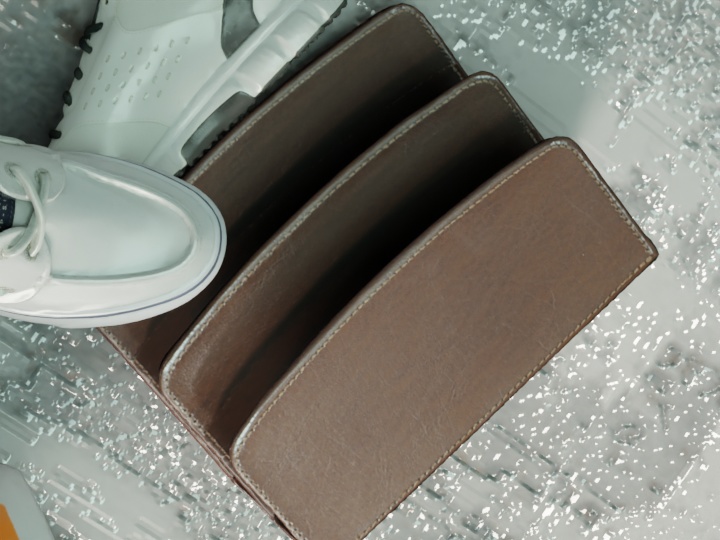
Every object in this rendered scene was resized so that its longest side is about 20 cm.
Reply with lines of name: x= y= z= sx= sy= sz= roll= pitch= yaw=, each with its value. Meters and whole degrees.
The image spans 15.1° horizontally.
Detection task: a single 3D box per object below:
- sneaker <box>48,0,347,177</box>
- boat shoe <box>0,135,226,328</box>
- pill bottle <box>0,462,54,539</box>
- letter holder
sneaker: x=-0.098 y=-0.071 z=1.148 sx=0.080 sy=0.074 sz=0.200 roll=44 pitch=82 yaw=-7
boat shoe: x=-0.149 y=-0.018 z=1.067 sx=0.199 sy=0.065 sz=0.074 roll=2 pitch=84 yaw=-11
pill bottle: x=-0.214 y=0.161 z=1.093 sx=0.200 sy=0.110 sz=0.110 roll=-21 pitch=110 yaw=-13
letter holder: x=0.000 y=0.000 z=1.171 sx=0.200 sy=0.101 sz=0.142 roll=-43 pitch=119 yaw=-7
